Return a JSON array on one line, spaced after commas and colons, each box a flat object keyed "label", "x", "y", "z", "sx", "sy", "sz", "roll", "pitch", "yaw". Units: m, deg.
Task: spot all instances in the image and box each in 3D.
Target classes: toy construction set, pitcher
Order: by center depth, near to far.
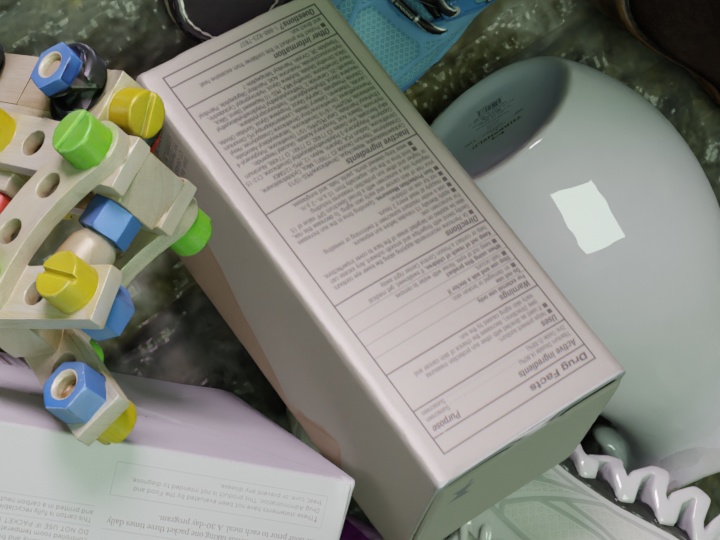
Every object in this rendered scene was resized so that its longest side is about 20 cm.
[{"label": "toy construction set", "x": -0.140, "y": -0.024, "z": 0.710, "sx": 0.132, "sy": 0.199, "sz": 0.092, "roll": -64, "pitch": 151, "yaw": -15}, {"label": "pitcher", "x": 0.089, "y": 0.021, "z": 0.847, "sx": 0.171, "sy": 0.121, "sz": 0.200, "roll": -34, "pitch": 117, "yaw": 10}]

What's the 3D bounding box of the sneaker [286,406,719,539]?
[{"label": "sneaker", "x": 0.058, "y": 0.099, "z": 0.807, "sx": 0.199, "sy": 0.075, "sz": 0.081, "roll": 25, "pitch": 45, "yaw": 1}]

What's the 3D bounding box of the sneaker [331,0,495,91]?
[{"label": "sneaker", "x": 0.036, "y": -0.140, "z": 0.766, "sx": 0.078, "sy": 0.090, "sz": 0.200, "roll": 29, "pitch": 122, "yaw": -12}]

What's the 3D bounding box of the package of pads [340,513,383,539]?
[{"label": "package of pads", "x": 0.057, "y": 0.188, "z": 0.852, "sx": 0.200, "sy": 0.120, "sz": 0.076, "roll": 35, "pitch": 86, "yaw": -25}]

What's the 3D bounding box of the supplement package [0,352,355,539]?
[{"label": "supplement package", "x": -0.135, "y": 0.143, "z": 0.746, "sx": 0.190, "sy": 0.147, "sz": 0.201, "roll": 13, "pitch": 95, "yaw": -25}]

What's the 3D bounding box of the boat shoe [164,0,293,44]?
[{"label": "boat shoe", "x": -0.026, "y": -0.175, "z": 0.755, "sx": 0.072, "sy": 0.065, "sz": 0.201, "roll": 26, "pitch": 107, "yaw": -8}]

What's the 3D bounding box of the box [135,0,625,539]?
[{"label": "box", "x": 0.000, "y": 0.000, "z": 0.752, "sx": 0.095, "sy": 0.078, "sz": 0.200, "roll": -27, "pitch": 70, "yaw": -25}]

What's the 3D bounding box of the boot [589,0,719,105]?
[{"label": "boot", "x": 0.206, "y": -0.093, "z": 0.837, "sx": 0.199, "sy": 0.166, "sz": 0.073, "roll": 17, "pitch": 93, "yaw": -25}]
